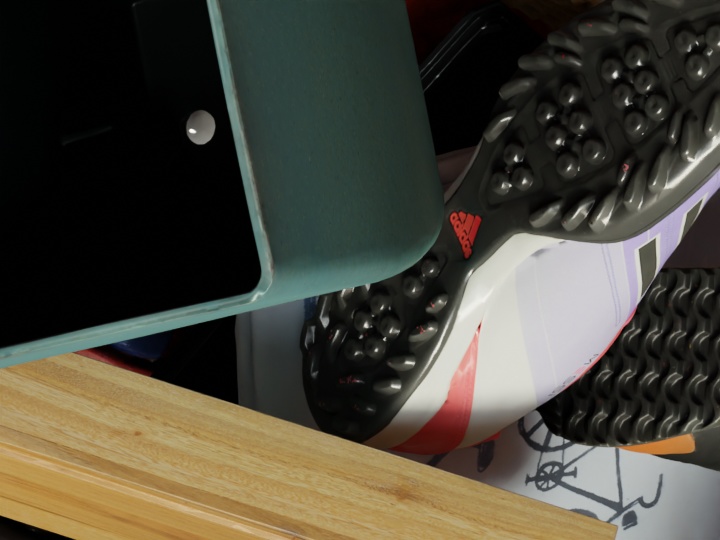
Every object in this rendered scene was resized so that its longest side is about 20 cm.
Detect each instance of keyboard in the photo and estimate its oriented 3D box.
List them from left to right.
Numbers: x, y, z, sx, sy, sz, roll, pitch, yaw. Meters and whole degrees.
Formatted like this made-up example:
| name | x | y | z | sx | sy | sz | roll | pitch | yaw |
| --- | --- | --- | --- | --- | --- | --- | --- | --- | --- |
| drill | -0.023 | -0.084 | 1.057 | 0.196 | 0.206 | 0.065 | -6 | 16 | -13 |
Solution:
| name | x | y | z | sx | sy | sz | roll | pitch | yaw |
| --- | --- | --- | --- | --- | --- | --- | --- | --- | --- |
| keyboard | 0.000 | 0.000 | 0.897 | 0.200 | 0.040 | 0.104 | -47 | 132 | 8 |

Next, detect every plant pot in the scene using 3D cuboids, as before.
| name | x | y | z | sx | sy | sz | roll | pitch | yaw |
| --- | --- | --- | --- | --- | --- | --- | --- | --- | --- |
| plant pot | -0.058 | -0.050 | 0.695 | 0.141 | 0.200 | 0.142 | -13 | 86 | 22 |

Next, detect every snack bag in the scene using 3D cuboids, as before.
| name | x | y | z | sx | sy | sz | roll | pitch | yaw |
| --- | --- | --- | --- | --- | --- | --- | --- | --- | --- |
| snack bag | 0.050 | 0.039 | 0.902 | 0.199 | 0.021 | 0.190 | -15 | 122 | -22 |

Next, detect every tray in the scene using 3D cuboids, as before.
| name | x | y | z | sx | sy | sz | roll | pitch | yaw |
| --- | --- | --- | --- | --- | --- | --- | --- | --- | --- |
| tray | -0.028 | 0.075 | 0.813 | 0.199 | 0.037 | 0.099 | 17 | 161 | 1 |

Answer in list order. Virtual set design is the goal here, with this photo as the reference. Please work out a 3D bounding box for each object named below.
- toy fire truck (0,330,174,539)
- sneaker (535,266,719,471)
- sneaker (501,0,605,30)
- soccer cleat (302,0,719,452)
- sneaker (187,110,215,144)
| name | x | y | z | sx | sy | sz | roll | pitch | yaw |
| --- | --- | --- | --- | --- | --- | --- | --- | --- | --- |
| toy fire truck | -0.077 | 0.092 | 0.956 | 0.199 | 0.112 | 0.169 | 25 | 97 | -13 |
| sneaker | 0.158 | 0.032 | 0.839 | 0.199 | 0.090 | 0.070 | 2 | 84 | 30 |
| sneaker | 0.107 | -0.108 | 0.810 | 0.199 | 0.075 | 0.091 | 25 | 87 | 22 |
| soccer cleat | 0.064 | -0.013 | 0.788 | 0.073 | 0.068 | 0.200 | 11 | 136 | -40 |
| sneaker | -0.061 | -0.110 | 0.829 | 0.200 | 0.075 | 0.115 | 38 | 121 | -15 |
